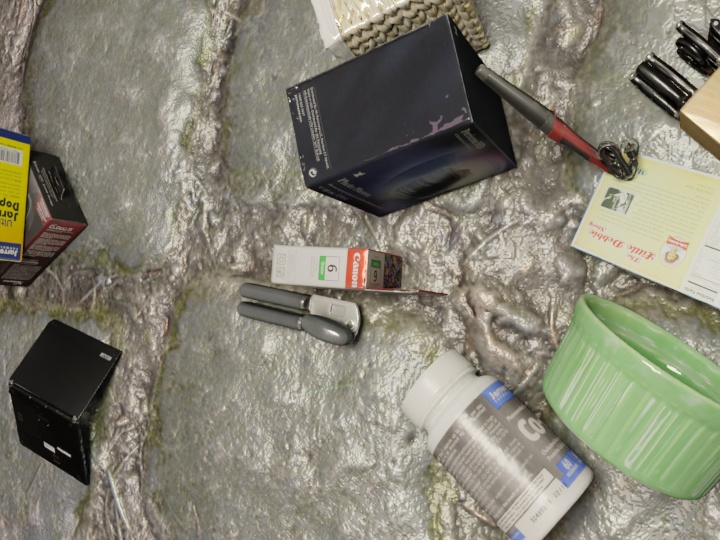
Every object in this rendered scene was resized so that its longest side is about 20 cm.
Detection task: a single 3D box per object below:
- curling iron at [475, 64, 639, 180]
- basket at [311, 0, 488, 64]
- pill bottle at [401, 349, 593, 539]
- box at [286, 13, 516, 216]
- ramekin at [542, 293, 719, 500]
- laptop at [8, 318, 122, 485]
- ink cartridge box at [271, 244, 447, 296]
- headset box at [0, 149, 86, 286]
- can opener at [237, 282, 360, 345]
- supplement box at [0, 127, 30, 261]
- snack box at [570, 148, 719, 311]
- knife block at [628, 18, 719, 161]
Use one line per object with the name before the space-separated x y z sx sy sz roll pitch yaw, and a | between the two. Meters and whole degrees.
curling iron | 0.204 -0.156 0.696 0.197 0.026 0.050 32 145 -3
basket | 0.035 -0.345 0.798 0.158 0.197 0.204 -22 76 19
pill bottle | 0.144 0.191 0.744 0.200 0.113 0.115 44 104 22
box | 0.054 -0.159 0.768 0.195 0.199 0.126 -18 78 24
ramekin | 0.271 0.119 0.645 0.199 0.199 0.099 36 109 24
laptop | -0.481 0.214 1.114 0.174 0.103 0.205 18 119 27
ink cartridge box | 0.000 0.000 0.834 0.196 0.108 0.052 2 87 26
headset box | -0.560 -0.093 1.140 0.199 0.077 0.151 -38 71 21
can opener | -0.087 0.053 0.902 0.196 0.066 0.054 11 92 32
supplement box | -0.603 -0.120 1.061 0.106 0.109 0.206 1 86 27
snack box | 0.322 -0.041 0.681 0.199 0.037 0.118 32 101 45
knife block | 0.364 -0.152 0.689 0.172 0.064 0.206 -1 86 27
